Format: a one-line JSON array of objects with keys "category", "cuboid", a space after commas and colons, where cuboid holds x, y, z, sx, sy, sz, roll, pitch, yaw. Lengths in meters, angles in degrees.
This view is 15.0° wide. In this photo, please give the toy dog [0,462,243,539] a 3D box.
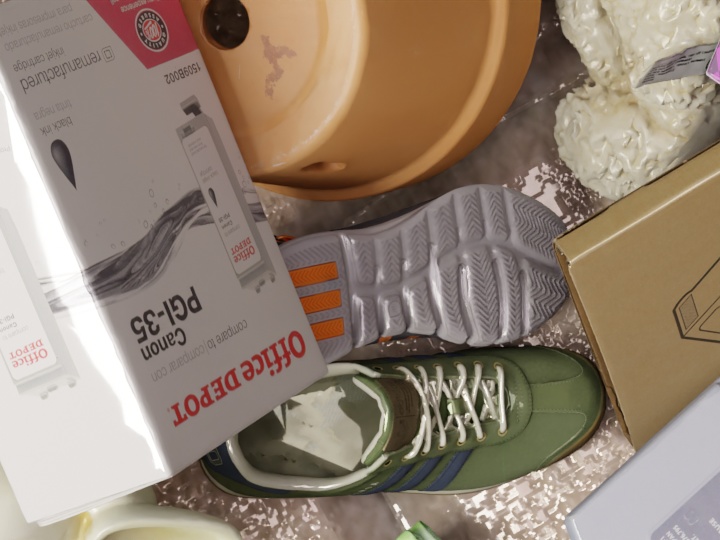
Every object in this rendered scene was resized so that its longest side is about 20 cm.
[{"category": "toy dog", "cuboid": [-0.178, 0.090, 1.241, 0.193, 0.200, 0.140, 13, 122, -36]}]

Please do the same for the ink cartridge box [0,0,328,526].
[{"category": "ink cartridge box", "cuboid": [-0.110, -0.016, 1.138, 0.082, 0.146, 0.201, -20, 96, 31]}]

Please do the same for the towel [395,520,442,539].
[{"category": "towel", "cuboid": [0.049, 0.238, 1.281, 0.200, 0.031, 0.149, 43, 96, 5]}]

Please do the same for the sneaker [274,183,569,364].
[{"category": "sneaker", "cuboid": [0.000, 0.000, 1.298, 0.199, 0.112, 0.078, -6, 95, -35]}]

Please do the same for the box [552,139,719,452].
[{"category": "box", "cuboid": [0.194, -0.012, 1.267, 0.199, 0.164, 0.021, -31, 50, -4]}]

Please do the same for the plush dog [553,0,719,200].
[{"category": "plush dog", "cuboid": [0.132, -0.161, 1.295, 0.200, 0.161, 0.172, -44, 59, -7]}]

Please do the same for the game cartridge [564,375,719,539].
[{"category": "game cartridge", "cuboid": [0.195, 0.159, 1.274, 0.133, 0.041, 0.200, -40, 86, -8]}]

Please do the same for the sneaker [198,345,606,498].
[{"category": "sneaker", "cuboid": [0.021, 0.073, 1.281, 0.199, 0.090, 0.068, -8, 83, -2]}]

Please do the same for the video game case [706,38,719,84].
[{"category": "video game case", "cuboid": [0.256, -0.171, 1.240, 0.036, 0.181, 0.201, 36, 117, 35]}]

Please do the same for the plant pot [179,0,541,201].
[{"category": "plant pot", "cuboid": [-0.033, -0.123, 1.238, 0.199, 0.140, 0.201, 5, 103, 23]}]
